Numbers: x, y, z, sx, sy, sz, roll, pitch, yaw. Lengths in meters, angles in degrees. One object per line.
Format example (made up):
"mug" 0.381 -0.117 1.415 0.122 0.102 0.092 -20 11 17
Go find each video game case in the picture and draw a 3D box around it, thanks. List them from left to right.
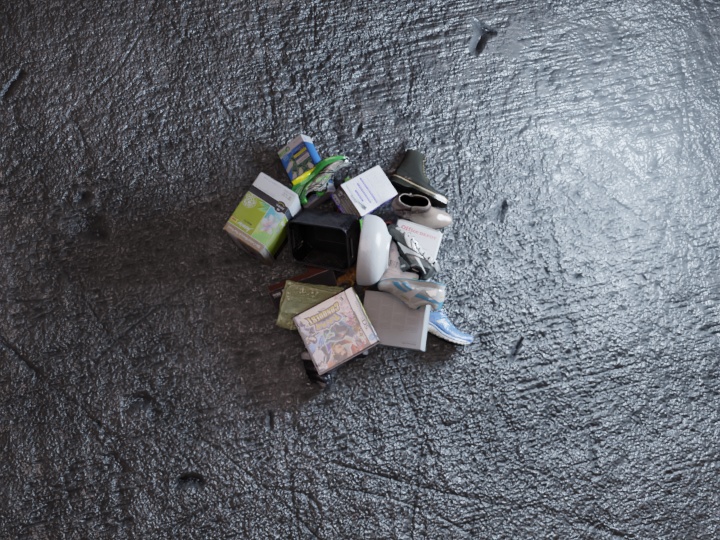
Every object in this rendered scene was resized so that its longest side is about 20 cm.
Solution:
"video game case" -0.069 0.170 1.548 0.197 0.026 0.183 -27 86 -7

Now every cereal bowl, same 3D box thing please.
"cereal bowl" 0.041 -0.054 1.540 0.081 0.200 0.205 7 79 6

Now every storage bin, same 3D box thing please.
"storage bin" -0.102 -0.090 1.577 0.196 0.094 0.138 10 123 24

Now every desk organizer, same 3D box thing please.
"desk organizer" -0.174 0.037 1.615 0.196 0.077 0.073 -21 125 -5

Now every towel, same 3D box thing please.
"towel" -0.139 0.111 1.584 0.196 0.036 0.151 9 105 -21

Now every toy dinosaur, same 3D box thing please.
"toy dinosaur" 0.000 0.000 1.646 0.199 0.060 0.107 -41 81 -8

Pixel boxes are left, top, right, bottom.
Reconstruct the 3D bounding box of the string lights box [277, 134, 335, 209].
"string lights box" -0.164 -0.302 1.680 0.102 0.059 0.203 -31 79 24

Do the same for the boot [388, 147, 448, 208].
"boot" 0.202 -0.293 1.700 0.197 0.078 0.140 26 75 3

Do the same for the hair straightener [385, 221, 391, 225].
"hair straightener" 0.001 -0.107 1.666 0.195 0.041 0.078 -1 60 -1

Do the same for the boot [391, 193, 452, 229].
"boot" 0.190 -0.180 1.638 0.195 0.146 0.072 5 77 0

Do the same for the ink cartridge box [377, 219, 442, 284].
"ink cartridge box" 0.149 -0.033 1.641 0.143 0.088 0.204 17 81 2

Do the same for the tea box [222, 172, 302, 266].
"tea box" -0.277 -0.142 1.596 0.132 0.200 0.199 30 79 5

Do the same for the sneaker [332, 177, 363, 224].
"sneaker" -0.041 -0.183 1.669 0.083 0.076 0.204 -21 57 33

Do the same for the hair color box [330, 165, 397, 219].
"hair color box" 0.013 -0.226 1.628 0.110 0.065 0.199 55 44 -1

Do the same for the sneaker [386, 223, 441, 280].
"sneaker" 0.136 -0.045 1.565 0.200 0.067 0.091 44 79 4

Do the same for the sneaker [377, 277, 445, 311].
"sneaker" 0.137 0.065 1.525 0.196 0.076 0.083 7 89 24

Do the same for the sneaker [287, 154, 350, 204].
"sneaker" -0.111 -0.267 1.595 0.198 0.078 0.086 -34 88 4

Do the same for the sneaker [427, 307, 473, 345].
"sneaker" 0.247 0.158 1.612 0.197 0.079 0.090 26 82 4

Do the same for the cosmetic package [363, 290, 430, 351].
"cosmetic package" 0.099 0.146 1.590 0.196 0.052 0.154 5 77 24

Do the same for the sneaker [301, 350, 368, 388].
"sneaker" -0.071 0.281 1.589 0.195 0.075 0.117 -5 86 -2
